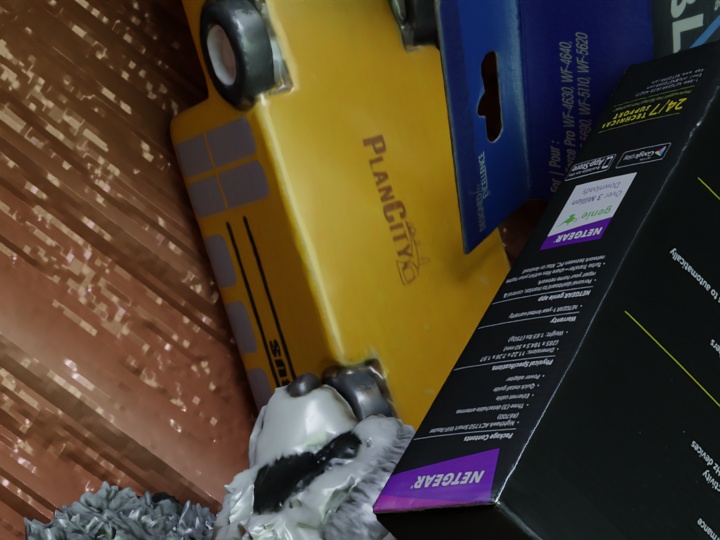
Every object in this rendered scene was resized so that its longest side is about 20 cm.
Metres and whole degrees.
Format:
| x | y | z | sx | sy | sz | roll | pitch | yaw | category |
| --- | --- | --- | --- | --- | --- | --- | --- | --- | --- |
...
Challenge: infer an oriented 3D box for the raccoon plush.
| x | y | z | sx | sy | sz | roll | pitch | yaw | category |
| --- | --- | --- | --- | --- | --- | --- | --- | --- | --- |
| -0.009 | 0.126 | 0.730 | 0.097 | 0.133 | 0.201 | -50 | 129 | -57 | raccoon plush |

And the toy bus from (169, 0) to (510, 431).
| x | y | z | sx | sy | sz | roll | pitch | yaw | category |
| --- | --- | --- | --- | --- | --- | --- | --- | --- | --- |
| 0.000 | 0.000 | 0.787 | 0.065 | 0.078 | 0.201 | -18 | 91 | -26 | toy bus |

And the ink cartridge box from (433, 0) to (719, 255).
| x | y | z | sx | sy | sz | roll | pitch | yaw | category |
| --- | --- | --- | --- | --- | --- | --- | --- | --- | --- |
| 0.099 | -0.089 | 0.757 | 0.200 | 0.039 | 0.100 | -43 | 146 | -26 | ink cartridge box |

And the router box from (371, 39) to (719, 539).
| x | y | z | sx | sy | sz | roll | pitch | yaw | category |
| --- | --- | --- | --- | --- | --- | --- | --- | --- | --- |
| 0.113 | 0.063 | 0.696 | 0.200 | 0.051 | 0.150 | 46 | 58 | -22 | router box |
